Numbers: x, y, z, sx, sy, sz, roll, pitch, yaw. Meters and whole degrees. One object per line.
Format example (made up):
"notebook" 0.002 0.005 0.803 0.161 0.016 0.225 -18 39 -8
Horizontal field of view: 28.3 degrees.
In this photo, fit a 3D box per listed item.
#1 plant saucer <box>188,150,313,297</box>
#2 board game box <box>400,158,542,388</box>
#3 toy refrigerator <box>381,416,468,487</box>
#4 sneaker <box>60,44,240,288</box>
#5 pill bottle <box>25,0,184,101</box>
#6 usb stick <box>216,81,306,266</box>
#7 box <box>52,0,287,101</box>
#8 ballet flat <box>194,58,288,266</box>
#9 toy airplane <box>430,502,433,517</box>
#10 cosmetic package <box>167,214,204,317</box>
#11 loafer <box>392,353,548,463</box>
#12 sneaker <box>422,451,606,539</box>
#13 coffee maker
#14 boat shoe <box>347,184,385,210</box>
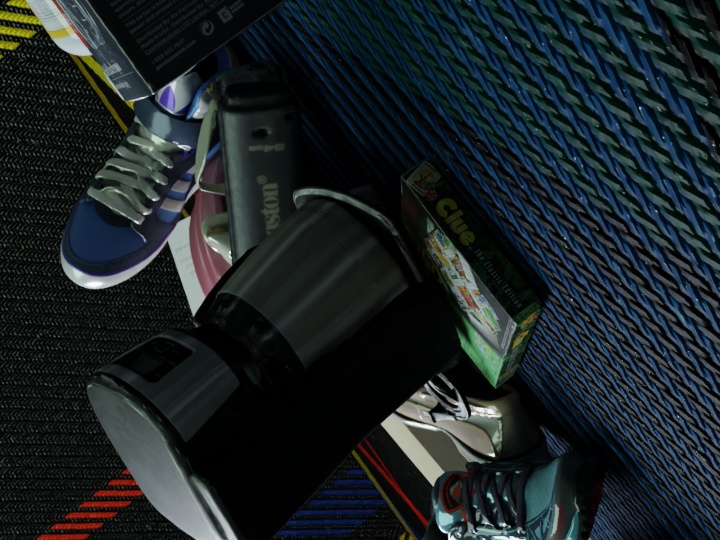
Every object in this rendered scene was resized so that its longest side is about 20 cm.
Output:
"plant saucer" -0.070 -0.003 1.132 0.201 0.051 0.201 45 -150 -36
"board game box" 0.062 0.008 0.859 0.105 0.023 0.200 50 172 12
"toy refrigerator" 0.054 0.113 1.237 0.200 0.070 0.076 47 165 31
"sneaker" -0.161 -0.094 1.087 0.080 0.200 0.147 33 153 13
"pill bottle" -0.187 -0.220 0.982 0.200 0.112 0.112 56 172 -27
"usb stick" -0.062 -0.030 0.957 0.033 0.055 0.201 -87 -5 -59
"box" -0.140 -0.200 0.816 0.182 0.104 0.200 56 172 -12
"ballet flat" -0.081 -0.051 1.001 0.072 0.072 0.201 43 142 52
"toy airplane" 0.134 0.293 1.293 0.199 0.140 0.201 116 149 -71
"cosmetic package" -0.086 0.038 1.240 0.101 0.074 0.201 -24 83 43
"loafer" 0.069 0.086 1.059 0.200 0.072 0.063 30 140 57
"sneaker" 0.093 0.166 0.948 0.095 0.080 0.200 23 151 -4
"coffee maker" -0.039 0.079 0.878 0.192 0.200 0.135 52 157 -10
"boat shoe" 0.000 0.000 1.034 0.068 0.072 0.200 57 166 9
